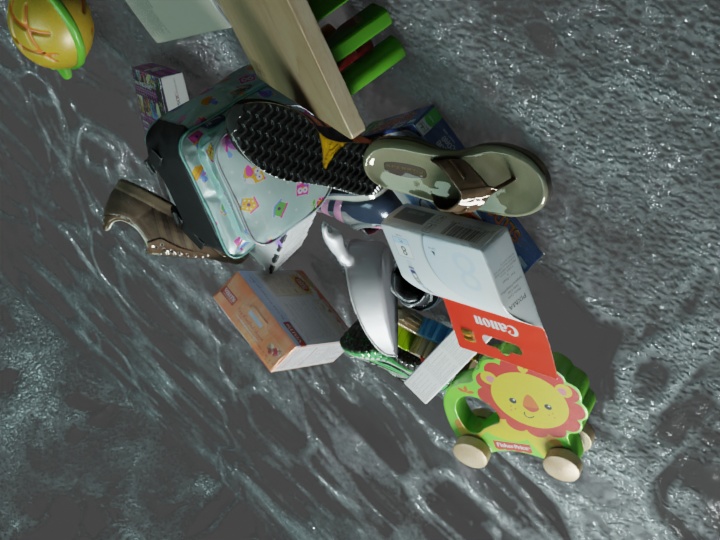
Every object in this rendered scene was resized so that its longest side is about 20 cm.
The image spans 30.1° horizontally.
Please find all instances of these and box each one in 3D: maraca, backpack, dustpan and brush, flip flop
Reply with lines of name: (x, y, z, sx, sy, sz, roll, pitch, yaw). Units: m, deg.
maraca: (-0.423, -0.328, 1.819, 0.137, 0.107, 0.200, 55, 158, -2)
backpack: (-0.113, -0.131, 1.491, 0.153, 0.200, 0.176, 10, 133, 47)
dustpan and brush: (0.000, 0.000, 1.582, 0.057, 0.140, 0.200, -6, 146, 9)
flip flop: (0.090, -0.087, 1.315, 0.200, 0.058, 0.081, 12, 130, 21)

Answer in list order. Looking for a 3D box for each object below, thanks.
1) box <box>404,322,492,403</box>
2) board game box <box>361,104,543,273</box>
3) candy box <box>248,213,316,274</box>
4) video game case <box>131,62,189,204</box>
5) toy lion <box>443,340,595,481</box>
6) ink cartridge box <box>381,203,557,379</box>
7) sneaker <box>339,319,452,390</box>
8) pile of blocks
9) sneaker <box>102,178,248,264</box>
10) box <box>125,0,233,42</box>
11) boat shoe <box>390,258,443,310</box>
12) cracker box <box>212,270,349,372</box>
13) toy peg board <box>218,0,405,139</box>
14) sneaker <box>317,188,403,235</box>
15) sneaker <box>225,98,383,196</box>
box: (0.118, 0.088, 1.576, 0.041, 0.039, 0.200, 44, 137, 7)
board game box: (0.092, -0.080, 1.423, 0.200, 0.034, 0.135, 52, 158, -15)
candy box: (-0.141, -0.104, 1.758, 0.168, 0.072, 0.200, 43, 158, 5)
video game case: (-0.243, -0.171, 1.722, 0.200, 0.036, 0.182, -149, 45, -68)
toy lion: (0.187, 0.159, 1.597, 0.200, 0.069, 0.192, 3, 132, 34)
ink cartridge box: (0.116, 0.031, 1.434, 0.160, 0.047, 0.200, 16, 136, 49)
sneaker: (0.049, 0.116, 1.799, 0.200, 0.078, 0.085, 21, 150, 47)
pile of blocks: (0.079, 0.093, 1.674, 0.200, 0.062, 0.082, 22, 173, 37)
sneaker: (-0.249, -0.046, 1.793, 0.200, 0.076, 0.070, 29, -179, -8)
box: (-0.185, -0.308, 1.473, 0.200, 0.068, 0.082, 8, 138, 57)
boat shoe: (0.066, 0.011, 1.587, 0.072, 0.068, 0.200, 42, 160, 8)
cracker box: (-0.101, 0.066, 1.839, 0.134, 0.058, 0.200, 51, -163, 15)
toy peg board: (-0.056, -0.262, 1.309, 0.199, 0.098, 0.200, 39, 161, 48)
sneaker: (-0.018, -0.076, 1.584, 0.200, 0.070, 0.082, 12, 140, 58)
sneaker: (-0.065, -0.131, 1.378, 0.200, 0.070, 0.090, 16, -168, -36)
